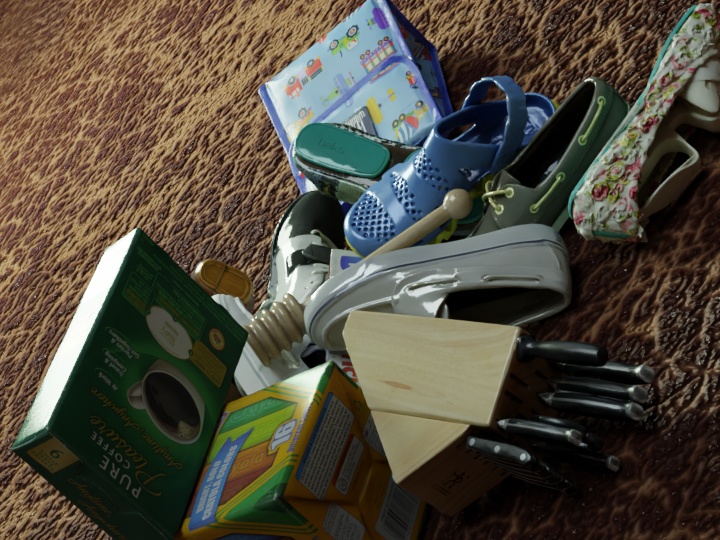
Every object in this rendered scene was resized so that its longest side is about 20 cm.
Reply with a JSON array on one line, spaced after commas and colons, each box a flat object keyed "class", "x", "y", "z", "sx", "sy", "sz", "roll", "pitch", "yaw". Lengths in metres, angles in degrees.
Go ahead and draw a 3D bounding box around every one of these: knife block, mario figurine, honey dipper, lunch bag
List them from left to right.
[{"class": "mario figurine", "x": -0.135, "y": 0.058, "z": 1.634, "sx": 0.122, "sy": 0.107, "sz": 0.200, "roll": -8, "pitch": -10, "yaw": -17}, {"class": "honey dipper", "x": 0.000, "y": 0.000, "z": 1.441, "sx": 0.199, "sy": 0.038, "sz": 0.038, "roll": -35, "pitch": 24, "yaw": -7}, {"class": "lunch bag", "x": 0.007, "y": -0.127, "z": 1.726, "sx": 0.150, "sy": 0.094, "sz": 0.201, "roll": -37, "pitch": 39, "yaw": 16}, {"class": "knife block", "x": 0.091, "y": 0.066, "z": 1.256, "sx": 0.175, "sy": 0.064, "sz": 0.201, "roll": -39, "pitch": 44, "yaw": 17}]

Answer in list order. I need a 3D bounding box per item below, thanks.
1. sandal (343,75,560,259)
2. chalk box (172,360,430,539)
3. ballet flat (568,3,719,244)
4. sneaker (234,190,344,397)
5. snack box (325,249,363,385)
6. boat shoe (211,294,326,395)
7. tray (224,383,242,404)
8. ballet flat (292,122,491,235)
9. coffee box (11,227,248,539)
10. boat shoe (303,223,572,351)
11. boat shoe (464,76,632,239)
[{"class": "sandal", "x": 0.067, "y": -0.084, "z": 1.484, "sx": 0.199, "sy": 0.087, "sz": 0.080, "roll": -38, "pitch": 57, "yaw": -4}, {"class": "chalk box", "x": -0.066, "y": 0.169, "z": 1.333, "sx": 0.199, "sy": 0.124, "sz": 0.125, "roll": -24, "pitch": 32, "yaw": 39}, {"class": "ballet flat", "x": 0.221, "y": -0.098, "z": 1.370, "sx": 0.064, "sy": 0.076, "sz": 0.201, "roll": 25, "pitch": 75, "yaw": 31}, {"class": "sneaker", "x": -0.033, "y": 0.016, "z": 1.575, "sx": 0.088, "sy": 0.074, "sz": 0.202, "roll": -20, "pitch": 46, "yaw": 44}, {"class": "snack box", "x": 0.010, "y": 0.052, "z": 1.455, "sx": 0.201, "sy": 0.071, "sz": 0.025, "roll": -90, "pitch": 7, "yaw": -56}, {"class": "boat shoe", "x": -0.055, "y": 0.079, "z": 1.465, "sx": 0.068, "sy": 0.072, "sz": 0.200, "roll": -34, "pitch": 44, "yaw": -3}, {"class": "tray", "x": -0.130, "y": 0.169, "z": 1.539, "sx": 0.098, "sy": 0.037, "sz": 0.200, "roll": -41, "pitch": 27, "yaw": 11}, {"class": "ballet flat", "x": 0.034, "y": -0.067, "z": 1.578, "sx": 0.199, "sy": 0.074, "sz": 0.074, "roll": 27, "pitch": 71, "yaw": 31}, {"class": "coffee box", "x": -0.153, "y": 0.080, "z": 1.318, "sx": 0.044, "sy": 0.123, "sz": 0.201, "roll": -26, "pitch": 31, "yaw": 34}, {"class": "boat shoe", "x": 0.056, "y": 0.028, "z": 1.382, "sx": 0.198, "sy": 0.072, "sz": 0.066, "roll": -13, "pitch": 44, "yaw": 6}, {"class": "boat shoe", "x": 0.126, "y": -0.057, "z": 1.443, "sx": 0.202, "sy": 0.060, "sz": 0.072, "roll": -46, "pitch": 25, "yaw": 1}]
